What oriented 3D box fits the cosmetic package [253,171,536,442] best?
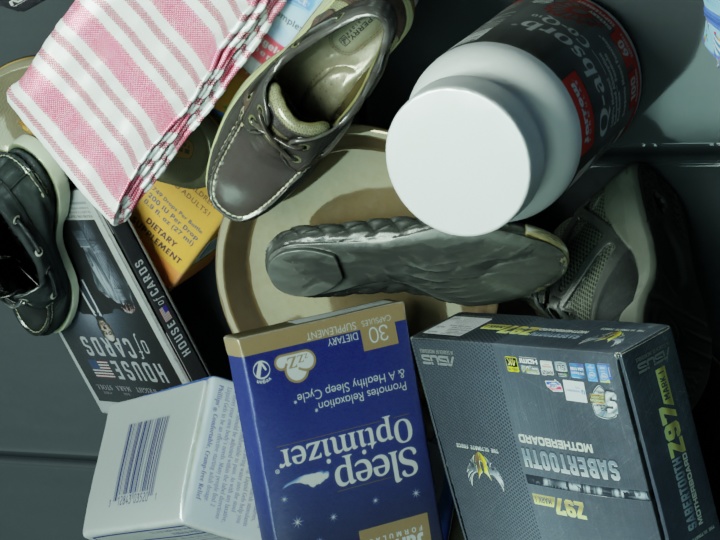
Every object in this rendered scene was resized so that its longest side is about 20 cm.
[{"bbox_3d":[0.014,0.010,1.565,0.200,0.087,0.103,43,118,5],"label":"cosmetic package"}]

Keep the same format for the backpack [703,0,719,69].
[{"bbox_3d":[0.281,-0.159,1.307,0.182,0.200,0.135,9,114,21],"label":"backpack"}]

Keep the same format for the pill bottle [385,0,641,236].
[{"bbox_3d":[0.097,-0.098,1.417,0.115,0.200,0.116,9,114,21],"label":"pill bottle"}]

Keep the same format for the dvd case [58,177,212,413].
[{"bbox_3d":[-0.188,0.022,1.652,0.150,0.025,0.200,0,122,52],"label":"dvd case"}]

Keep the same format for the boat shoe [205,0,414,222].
[{"bbox_3d":[-0.041,-0.107,1.434,0.073,0.065,0.200,34,115,-3],"label":"boat shoe"}]

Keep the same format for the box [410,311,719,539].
[{"bbox_3d":[0.126,0.110,1.394,0.200,0.051,0.158,4,114,53],"label":"box"}]

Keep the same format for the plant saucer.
[{"bbox_3d":[0.000,0.000,1.500,0.199,0.029,0.201,4,104,17],"label":"plant saucer"}]

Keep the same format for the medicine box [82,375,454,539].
[{"bbox_3d":[-0.064,0.157,1.560,0.199,0.103,0.182,18,163,-24],"label":"medicine box"}]

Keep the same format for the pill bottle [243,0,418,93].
[{"bbox_3d":[-0.003,-0.214,1.471,0.109,0.109,0.200,34,120,9],"label":"pill bottle"}]

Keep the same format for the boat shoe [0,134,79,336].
[{"bbox_3d":[-0.246,-0.010,1.606,0.074,0.066,0.200,39,148,17],"label":"boat shoe"}]

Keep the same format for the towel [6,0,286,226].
[{"bbox_3d":[-0.147,-0.149,1.487,0.200,0.030,0.146,-53,55,13],"label":"towel"}]

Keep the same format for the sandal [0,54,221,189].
[{"bbox_3d":[-0.187,-0.098,1.561,0.199,0.054,0.081,15,116,20],"label":"sandal"}]

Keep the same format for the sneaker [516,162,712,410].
[{"bbox_3d":[0.162,0.033,1.455,0.076,0.200,0.114,29,129,-33],"label":"sneaker"}]

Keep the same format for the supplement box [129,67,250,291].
[{"bbox_3d":[-0.097,-0.080,1.594,0.067,0.069,0.200,41,120,6],"label":"supplement box"}]

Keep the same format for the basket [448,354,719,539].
[{"bbox_3d":[0.163,0.158,1.534,0.200,0.136,0.181,-20,94,34],"label":"basket"}]

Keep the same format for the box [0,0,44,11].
[{"bbox_3d":[-0.202,-0.297,1.516,0.161,0.049,0.201,-21,70,30],"label":"box"}]

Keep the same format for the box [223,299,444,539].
[{"bbox_3d":[-0.013,0.128,1.458,0.032,0.121,0.201,6,107,65],"label":"box"}]

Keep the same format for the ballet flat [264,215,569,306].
[{"bbox_3d":[0.035,-0.015,1.447,0.199,0.057,0.067,1,123,11],"label":"ballet flat"}]
